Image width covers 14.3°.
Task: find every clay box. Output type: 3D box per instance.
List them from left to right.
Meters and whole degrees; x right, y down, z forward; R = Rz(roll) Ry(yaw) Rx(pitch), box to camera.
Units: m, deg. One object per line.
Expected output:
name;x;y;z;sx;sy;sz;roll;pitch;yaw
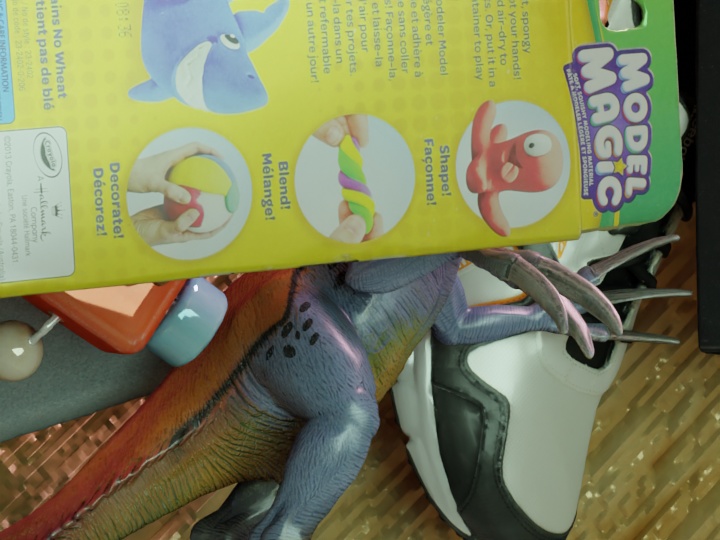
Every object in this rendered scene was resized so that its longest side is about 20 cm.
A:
clay box;-0.026;-0.058;0.647;0.199;0.048;0.115;-5;96;-21

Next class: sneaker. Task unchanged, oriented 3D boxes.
sneaker;0.060;-0.016;0.815;0.074;0.080;0.201;16;78;-59

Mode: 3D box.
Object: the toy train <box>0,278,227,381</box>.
toy train;-0.084;-0.074;0.675;0.200;0.056;0.150;41;76;-18

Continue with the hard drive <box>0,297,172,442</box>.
hard drive;-0.141;-0.011;0.720;0.199;0.033;0.140;-18;116;-21

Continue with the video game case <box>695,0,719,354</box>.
video game case;0.154;-0.069;0.860;0.181;0.025;0.201;9;80;-54

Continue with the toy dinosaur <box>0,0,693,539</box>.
toy dinosaur;0.000;0.000;0.729;0.199;0.105;0.182;8;79;-8
